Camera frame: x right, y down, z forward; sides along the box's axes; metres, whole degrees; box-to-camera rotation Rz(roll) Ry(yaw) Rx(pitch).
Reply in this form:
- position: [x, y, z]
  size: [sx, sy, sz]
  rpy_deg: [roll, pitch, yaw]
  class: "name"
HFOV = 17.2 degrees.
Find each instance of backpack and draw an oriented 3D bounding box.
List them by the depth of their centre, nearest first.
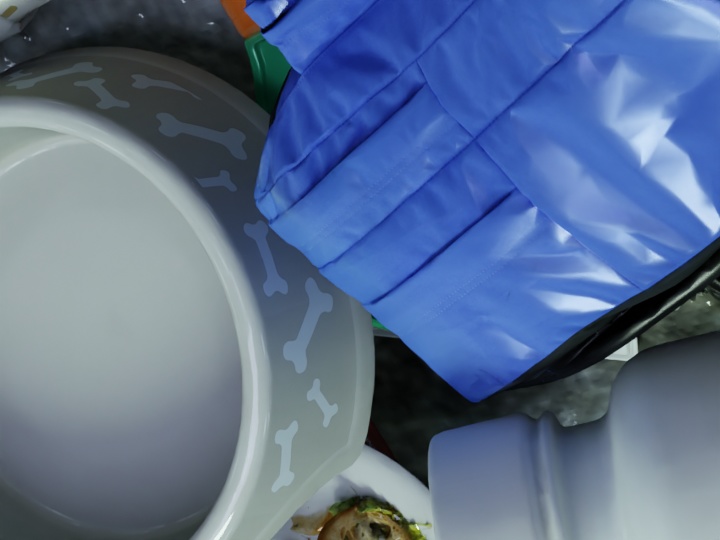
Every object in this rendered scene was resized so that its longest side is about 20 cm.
- position: [0.056, -0.075, 0.693]
  size: [0.168, 0.163, 0.200]
  rpy_deg: [40, 138, -1]
  class: "backpack"

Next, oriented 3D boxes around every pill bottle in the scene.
- position: [0.126, 0.071, 0.690]
  size: [0.200, 0.114, 0.114]
  rpy_deg: [-13, 117, 8]
  class: "pill bottle"

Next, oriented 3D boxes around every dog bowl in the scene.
- position: [-0.097, 0.027, 0.796]
  size: [0.200, 0.059, 0.200]
  rpy_deg: [5, 101, 25]
  class: "dog bowl"

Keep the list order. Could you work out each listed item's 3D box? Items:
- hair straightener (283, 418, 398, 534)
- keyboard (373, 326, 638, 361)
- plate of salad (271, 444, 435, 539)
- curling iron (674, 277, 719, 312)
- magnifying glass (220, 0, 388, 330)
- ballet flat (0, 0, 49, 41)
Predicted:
- position: [-0.060, 0.026, 0.853]
  size: [0.077, 0.041, 0.200]
  rpy_deg: [-26, 106, 30]
  class: "hair straightener"
- position: [0.000, 0.000, 0.849]
  size: [0.200, 0.011, 0.056]
  rpy_deg: [6, 123, 18]
  class: "keyboard"
- position: [-0.026, 0.154, 0.823]
  size: [0.200, 0.048, 0.200]
  rpy_deg: [4, 97, 38]
  class: "plate of salad"
- position: [0.182, 0.007, 0.774]
  size: [0.200, 0.026, 0.050]
  rpy_deg: [15, 118, 13]
  class: "curling iron"
- position: [-0.019, -0.067, 0.802]
  size: [0.080, 0.022, 0.200]
  rpy_deg: [-22, 109, 29]
  class: "magnifying glass"
- position: [-0.116, -0.127, 0.776]
  size: [0.064, 0.076, 0.200]
  rpy_deg: [19, 128, -1]
  class: "ballet flat"
